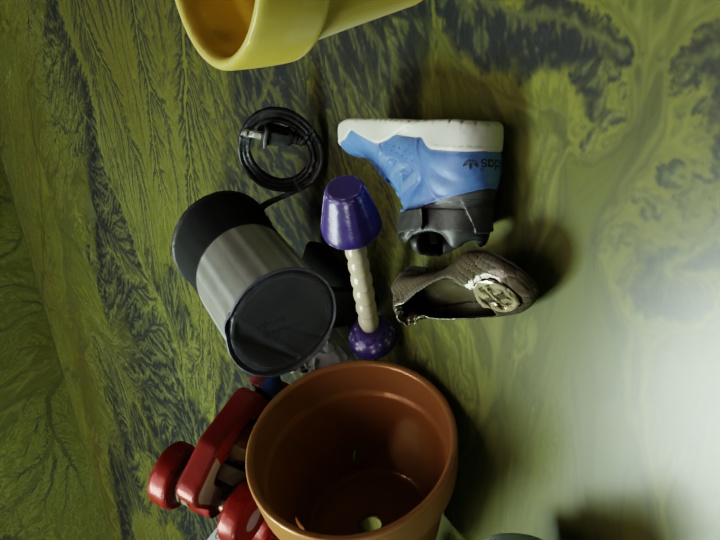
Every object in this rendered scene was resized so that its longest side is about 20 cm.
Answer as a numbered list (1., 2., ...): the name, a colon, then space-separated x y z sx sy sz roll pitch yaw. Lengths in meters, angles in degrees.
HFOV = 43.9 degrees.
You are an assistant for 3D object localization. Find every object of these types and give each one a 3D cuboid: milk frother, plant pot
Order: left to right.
1. milk frother: -0.089 -0.037 0.909 0.188 0.177 0.204 44 144 50
2. plant pot: -0.038 -0.271 0.706 0.200 0.185 0.205 34 130 52
3. plant pot: 0.002 0.207 0.854 0.200 0.197 0.142 44 156 44

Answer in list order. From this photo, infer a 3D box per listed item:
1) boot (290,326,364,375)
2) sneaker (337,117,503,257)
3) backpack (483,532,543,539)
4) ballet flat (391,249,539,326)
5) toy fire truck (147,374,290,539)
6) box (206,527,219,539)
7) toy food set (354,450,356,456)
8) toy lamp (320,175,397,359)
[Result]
1. boot: -0.047 0.103 0.975 0.201 0.094 0.074 55 145 35
2. sneaker: 0.042 -0.070 0.757 0.198 0.075 0.114 14 104 52
3. backpack: 0.105 0.308 0.691 0.163 0.126 0.205 17 98 11
4. ballet flat: 0.077 0.022 0.743 0.067 0.047 0.199 47 159 -16
5. toy fire truck: -0.119 0.186 0.929 0.110 0.171 0.200 21 169 20
6. box: -0.122 0.405 1.096 0.131 0.200 0.199 49 161 -25
7. toy food set: -0.094 0.235 1.070 0.203 0.048 0.197 -61 33 0
8. toy lamp: 0.000 0.000 0.829 0.058 0.057 0.202 48 159 42
